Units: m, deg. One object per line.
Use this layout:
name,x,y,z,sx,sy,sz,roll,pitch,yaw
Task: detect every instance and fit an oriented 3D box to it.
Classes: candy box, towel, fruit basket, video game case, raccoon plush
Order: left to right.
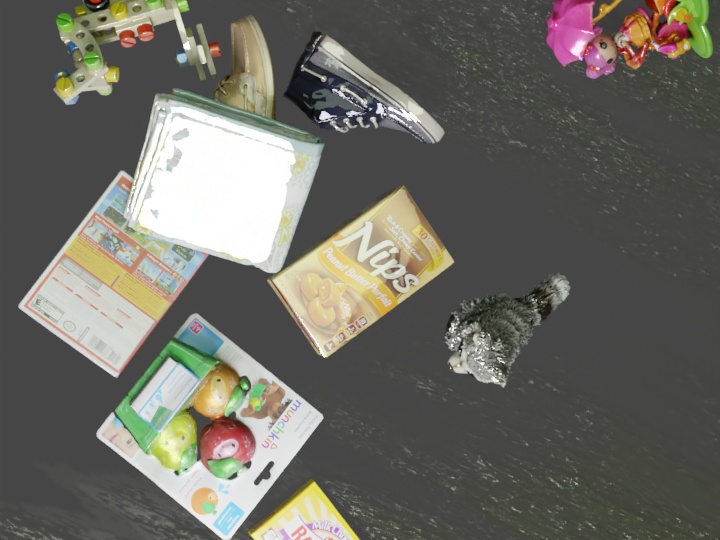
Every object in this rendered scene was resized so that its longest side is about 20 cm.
video game case,-0.285,0.004,1.396,0.143,0.017,0.200,38,84,-11
fruit basket,-0.176,0.180,1.374,0.200,0.094,0.186,38,83,9
towel,-0.160,-0.103,1.363,0.199,0.048,0.172,17,113,-11
candy box,-0.038,0.365,1.458,0.102,0.026,0.200,-39,100,-12
candy box,0.000,0.000,1.441,0.200,0.055,0.116,-36,99,-9
raccoon plush,0.184,0.060,1.443,0.200,0.134,0.097,-45,99,-8

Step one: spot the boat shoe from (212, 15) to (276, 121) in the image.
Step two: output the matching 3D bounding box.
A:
boat shoe,-0.140,-0.198,1.394,0.069,0.074,0.201,-7,94,-18

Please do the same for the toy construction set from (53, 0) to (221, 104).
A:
toy construction set,-0.260,-0.262,1.353,0.199,0.092,0.132,-11,67,-18

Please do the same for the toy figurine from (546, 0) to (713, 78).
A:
toy figurine,0.325,-0.311,1.489,0.183,0.150,0.200,-29,122,3

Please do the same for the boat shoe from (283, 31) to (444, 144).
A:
boat shoe,-0.001,-0.193,1.433,0.200,0.075,0.093,36,91,-4
